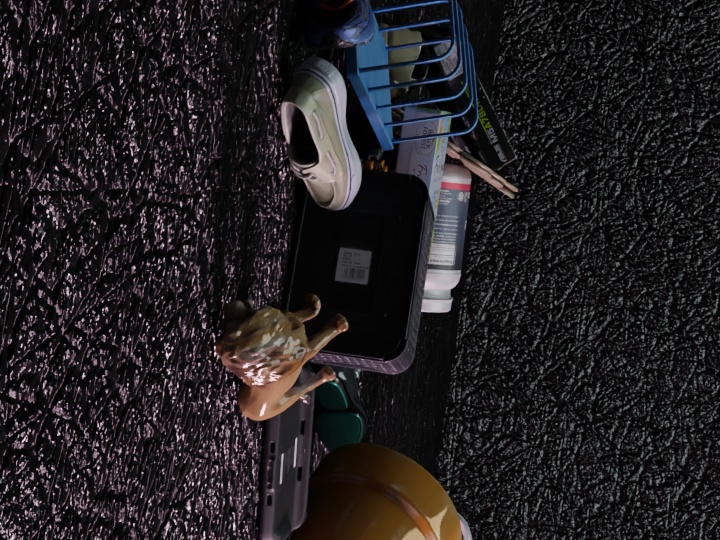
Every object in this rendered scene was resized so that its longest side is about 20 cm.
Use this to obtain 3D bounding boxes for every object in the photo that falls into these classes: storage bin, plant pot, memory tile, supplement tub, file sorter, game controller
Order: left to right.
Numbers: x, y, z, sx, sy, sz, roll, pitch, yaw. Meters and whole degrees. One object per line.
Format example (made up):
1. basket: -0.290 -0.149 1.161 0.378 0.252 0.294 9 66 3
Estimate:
1. game controller: -0.082 0.196 1.444 0.104 0.042 0.202 -29 127 -61
2. plant pot: -0.008 0.337 1.576 0.183 0.198 0.202 -48 147 -46
3. storage bin: 0.000 0.000 1.454 0.094 0.134 0.202 62 36 -75
4. file sorter: 0.060 -0.249 1.542 0.200 0.121 0.140 56 29 -67
5. supplement tub: 0.076 -0.051 1.876 0.140 0.139 0.202 -20 117 -80
6. memory tile: 0.121 -0.168 1.867 0.017 0.199 0.153 -56 153 6

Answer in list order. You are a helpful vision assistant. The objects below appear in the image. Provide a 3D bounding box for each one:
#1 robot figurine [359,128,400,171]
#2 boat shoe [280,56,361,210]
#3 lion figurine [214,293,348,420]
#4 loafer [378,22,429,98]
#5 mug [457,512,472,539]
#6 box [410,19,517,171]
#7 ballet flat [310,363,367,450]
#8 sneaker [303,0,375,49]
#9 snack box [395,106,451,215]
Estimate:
1. robot figurine: 0.015 -0.113 1.709 0.200 0.058 0.147 -52 147 -74
2. boat shoe: -0.047 -0.124 1.337 0.062 0.072 0.201 -49 151 -26
3. lion figurine: -0.079 0.092 1.229 0.122 0.072 0.201 -35 150 -30
4. loafer: 0.059 -0.276 1.819 0.200 0.067 0.077 34 64 -80
5. mug: 0.069 0.410 2.019 0.148 0.198 0.177 52 40 -70
6. box: 0.135 -0.250 1.905 0.201 0.047 0.193 61 -5 -19
7. ballet flat: -0.025 0.150 1.638 0.201 0.072 0.074 79 20 -56
8. sneaker: -0.022 -0.290 1.340 0.079 0.074 0.201 75 14 -45
9. snack box: 0.073 -0.105 1.722 0.142 0.052 0.202 -36 135 -80
